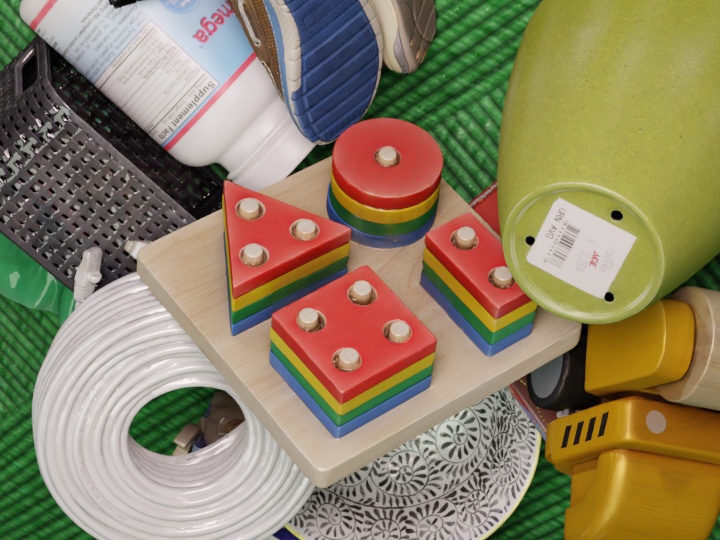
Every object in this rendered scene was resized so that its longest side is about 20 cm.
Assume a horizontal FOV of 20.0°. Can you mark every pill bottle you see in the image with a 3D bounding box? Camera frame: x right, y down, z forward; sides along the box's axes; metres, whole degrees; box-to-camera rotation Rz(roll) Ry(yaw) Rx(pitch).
[{"bbox_3d":[-0.114,-0.140,1.321,0.200,0.109,0.109,42,128,-8],"label":"pill bottle"}]

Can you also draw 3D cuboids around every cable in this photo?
[{"bbox_3d":[-0.111,0.093,1.314,0.200,0.069,0.200,16,112,-18],"label":"cable"}]

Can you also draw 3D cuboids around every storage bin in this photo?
[{"bbox_3d":[-0.167,-0.049,1.351,0.094,0.135,0.200,-42,115,11],"label":"storage bin"}]

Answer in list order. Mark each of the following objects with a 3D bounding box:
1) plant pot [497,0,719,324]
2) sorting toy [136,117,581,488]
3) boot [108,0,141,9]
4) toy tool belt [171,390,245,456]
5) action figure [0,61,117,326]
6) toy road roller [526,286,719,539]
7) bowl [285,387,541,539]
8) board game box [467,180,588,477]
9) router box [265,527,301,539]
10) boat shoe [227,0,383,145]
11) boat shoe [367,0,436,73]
[{"bbox_3d":[0.154,-0.060,1.200,0.187,0.200,0.187,12,126,16],"label":"plant pot"},{"bbox_3d":[0.000,0.000,1.228,0.199,0.200,0.070,47,151,29],"label":"sorting toy"},{"bbox_3d":[-0.173,-0.234,1.232,0.163,0.198,0.073,59,167,4],"label":"boot"},{"bbox_3d":[-0.097,0.152,1.501,0.125,0.123,0.200,9,125,17],"label":"toy tool belt"},{"bbox_3d":[-0.212,-0.063,1.450,0.118,0.055,0.200,20,121,11],"label":"action figure"},{"bbox_3d":[0.193,0.101,1.263,0.123,0.146,0.200,11,163,-23],"label":"toy road roller"},{"bbox_3d":[0.023,0.096,1.414,0.200,0.094,0.201,0,112,1],"label":"bowl"},{"bbox_3d":[0.129,0.034,1.347,0.200,0.103,0.019,54,170,-16],"label":"board game box"},{"bbox_3d":[-0.014,0.282,1.450,0.200,0.049,0.180,27,120,25],"label":"router box"},{"bbox_3d":[-0.040,-0.162,1.230,0.072,0.072,0.200,39,156,34],"label":"boat shoe"},{"bbox_3d":[-0.010,-0.210,1.251,0.073,0.075,0.200,0,120,23],"label":"boat shoe"}]
